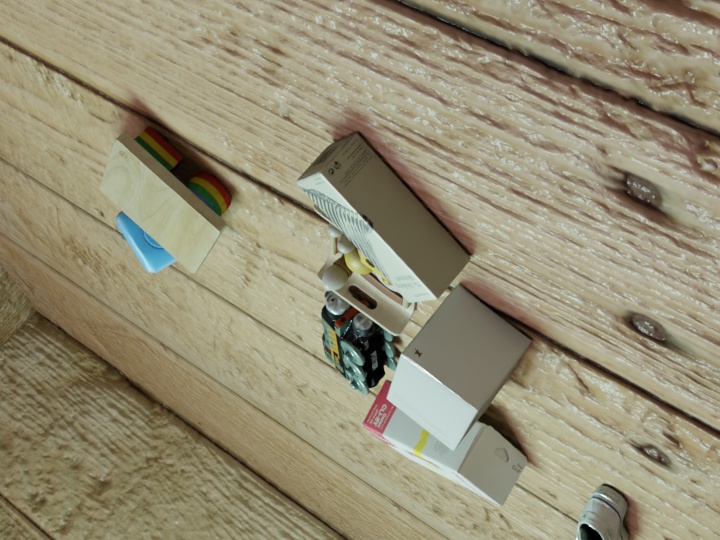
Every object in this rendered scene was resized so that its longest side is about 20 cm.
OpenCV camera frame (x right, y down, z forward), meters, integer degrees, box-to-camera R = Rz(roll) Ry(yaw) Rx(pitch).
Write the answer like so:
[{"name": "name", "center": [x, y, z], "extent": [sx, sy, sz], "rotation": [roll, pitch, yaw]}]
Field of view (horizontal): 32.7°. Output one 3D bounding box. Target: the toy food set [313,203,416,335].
[{"name": "toy food set", "center": [0.000, 0.000, 1.572], "extent": [0.143, 0.060, 0.200], "rotation": [36, 160, 15]}]

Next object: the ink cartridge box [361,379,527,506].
[{"name": "ink cartridge box", "center": [0.123, 0.253, 1.803], "extent": [0.199, 0.084, 0.145], "rotation": [20, 165, 44]}]

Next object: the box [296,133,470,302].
[{"name": "box", "center": [0.026, -0.057, 1.391], "extent": [0.200, 0.068, 0.082], "rotation": [47, 160, -13]}]

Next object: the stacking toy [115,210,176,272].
[{"name": "stacking toy", "center": [-0.343, -0.076, 2.019], "extent": [0.116, 0.110, 0.200], "rotation": [59, 167, -15]}]

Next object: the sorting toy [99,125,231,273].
[{"name": "sorting toy", "center": [-0.283, -0.113, 1.833], "extent": [0.199, 0.070, 0.200], "rotation": [42, 154, -2]}]

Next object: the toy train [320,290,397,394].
[{"name": "toy train", "center": [-0.009, 0.102, 1.784], "extent": [0.114, 0.085, 0.200], "rotation": [43, 163, 24]}]

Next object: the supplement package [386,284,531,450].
[{"name": "supplement package", "center": [0.119, 0.126, 1.535], "extent": [0.117, 0.117, 0.200], "rotation": [38, 161, 11]}]

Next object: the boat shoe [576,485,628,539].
[{"name": "boat shoe", "center": [0.329, 0.364, 1.719], "extent": [0.073, 0.067, 0.200], "rotation": [31, 158, 28]}]
